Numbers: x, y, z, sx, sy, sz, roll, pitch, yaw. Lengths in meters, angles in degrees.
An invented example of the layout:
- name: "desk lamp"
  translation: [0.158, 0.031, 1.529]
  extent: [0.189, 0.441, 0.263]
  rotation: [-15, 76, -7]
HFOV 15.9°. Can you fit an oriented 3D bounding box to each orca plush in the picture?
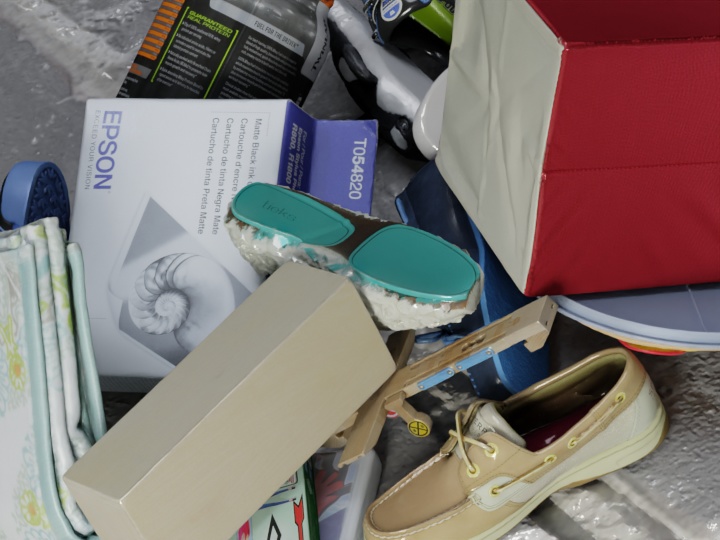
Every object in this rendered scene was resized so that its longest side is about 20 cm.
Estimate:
- name: "orca plush"
  translation: [-0.001, -0.130, 1.867]
  extent: [0.200, 0.105, 0.071]
  rotation: [44, 110, 27]

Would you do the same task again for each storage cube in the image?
- name: "storage cube"
  translation: [0.162, -0.103, 1.568]
  extent: [0.179, 0.172, 0.200]
  rotation: [-4, 32, -19]

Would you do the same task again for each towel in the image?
- name: "towel"
  translation: [-0.219, 0.073, 1.610]
  extent: [0.048, 0.201, 0.171]
  rotation: [-4, -1, -34]

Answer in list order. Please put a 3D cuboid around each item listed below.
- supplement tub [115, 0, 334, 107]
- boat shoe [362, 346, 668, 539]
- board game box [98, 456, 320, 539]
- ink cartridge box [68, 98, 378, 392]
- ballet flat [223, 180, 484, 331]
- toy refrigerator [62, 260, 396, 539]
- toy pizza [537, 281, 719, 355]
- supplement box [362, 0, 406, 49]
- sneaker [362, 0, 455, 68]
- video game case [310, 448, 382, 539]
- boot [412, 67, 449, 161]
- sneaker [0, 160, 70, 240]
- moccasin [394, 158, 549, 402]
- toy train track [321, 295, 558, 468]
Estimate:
- name: "supplement tub"
  translation: [-0.100, -0.132, 1.814]
  extent: [0.122, 0.122, 0.201]
  rotation: [27, 90, 46]
- name: "boat shoe"
  translation: [0.085, 0.106, 1.531]
  extent: [0.199, 0.067, 0.074]
  rotation: [-29, 37, -8]
- name: "board game box"
  translation: [-0.089, 0.181, 1.523]
  extent: [0.134, 0.029, 0.200]
  rotation: [-17, 38, 7]
- name: "ink cartridge box"
  translation: [-0.095, -0.017, 1.696]
  extent: [0.199, 0.041, 0.201]
  rotation: [1, 71, 12]
- name: "ballet flat"
  translation: [0.000, 0.000, 1.601]
  extent: [0.199, 0.072, 0.072]
  rotation: [24, 56, 35]
- name: "toy refrigerator"
  translation: [-0.078, 0.089, 1.535]
  extent: [0.070, 0.076, 0.200]
  rotation: [15, 52, 48]
- name: "toy pizza"
  translation: [0.195, 0.011, 1.583]
  extent: [0.199, 0.032, 0.200]
  rotation: [3, 24, -2]
- name: "supplement box"
  translation: [0.051, -0.258, 2.012]
  extent: [0.108, 0.061, 0.200]
  rotation: [-18, 36, 7]
- name: "sneaker"
  translation: [0.029, -0.217, 1.863]
  extent: [0.079, 0.200, 0.089]
  rotation: [-49, 1, 36]
- name: "video game case"
  translation: [-0.090, 0.191, 1.553]
  extent: [0.181, 0.023, 0.201]
  rotation: [-7, 39, 19]
- name: "boot"
  translation: [0.091, -0.115, 1.782]
  extent: [0.200, 0.073, 0.090]
  rotation: [-40, -5, -38]
- name: "sneaker"
  translation: [-0.245, 0.022, 1.711]
  extent: [0.077, 0.201, 0.070]
  rotation: [11, 8, 22]
- name: "moccasin"
  translation: [0.069, 0.016, 1.641]
  extent: [0.068, 0.080, 0.201]
  rotation: [-33, 43, 23]
- name: "toy train track"
  translation: [0.048, 0.069, 1.551]
  extent: [0.200, 0.033, 0.115]
  rotation: [-30, 26, 40]
